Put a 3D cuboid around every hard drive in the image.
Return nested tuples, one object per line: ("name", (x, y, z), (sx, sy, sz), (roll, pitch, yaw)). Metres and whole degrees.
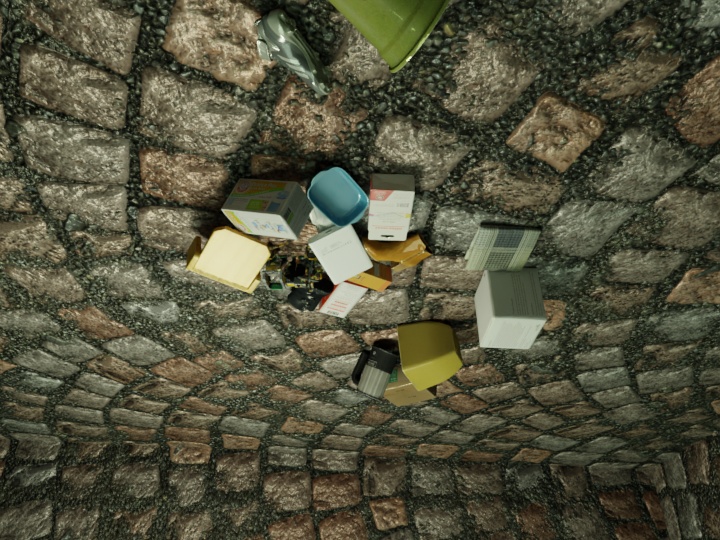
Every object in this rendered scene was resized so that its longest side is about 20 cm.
("hard drive", (-0.055, -0.050, 1.627), (0.131, 0.027, 0.200), (-26, 138, 4))

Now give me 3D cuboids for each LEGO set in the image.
("LEGO set", (-0.213, -0.017, 1.673), (0.198, 0.155, 0.116), (8, 161, 3))

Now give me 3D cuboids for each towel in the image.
("towel", (0.426, -0.068, 1.700), (0.191, 0.035, 0.201), (2, 142, -6))

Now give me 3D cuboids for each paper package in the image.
("paper package", (0.199, 0.486, 2.396), (0.199, 0.104, 0.191), (-20, 138, 27))

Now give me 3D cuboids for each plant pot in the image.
("plant pot", (0.042, -0.496, 1.003), (0.184, 0.201, 0.200), (30, 136, -17))
("plant pot", (0.268, 0.304, 2.079), (0.199, 0.195, 0.196), (-17, 141, 15))

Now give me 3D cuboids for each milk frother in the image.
("milk frother", (0.086, 0.417, 2.228), (0.199, 0.189, 0.180), (26, 171, -24))

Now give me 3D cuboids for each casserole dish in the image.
("casserole dish", (-0.063, -0.200, 1.485), (0.121, 0.039, 0.200), (-42, 134, 7))

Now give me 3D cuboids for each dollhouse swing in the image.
("dollhouse swing", (-0.369, -0.060, 1.603), (0.199, 0.182, 0.176), (23, 109, -24))

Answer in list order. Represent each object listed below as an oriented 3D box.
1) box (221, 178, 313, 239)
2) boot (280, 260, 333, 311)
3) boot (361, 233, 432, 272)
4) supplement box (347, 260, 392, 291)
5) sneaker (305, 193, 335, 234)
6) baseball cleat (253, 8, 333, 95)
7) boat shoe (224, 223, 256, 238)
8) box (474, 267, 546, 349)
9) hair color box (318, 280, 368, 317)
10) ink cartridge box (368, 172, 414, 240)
("box", (-0.242, -0.162, 1.457), (0.199, 0.113, 0.102), (8, 150, 30))
("boot", (-0.207, 0.061, 1.843), (0.199, 0.077, 0.168), (24, 141, -22))
("boot", (0.112, -0.075, 1.669), (0.144, 0.071, 0.201), (-32, 135, 28))
("supplement box", (0.000, 0.000, 1.766), (0.199, 0.069, 0.067), (18, 140, -25))
("sneaker", (-0.095, -0.156, 1.563), (0.088, 0.076, 0.200), (-20, 146, 5))
("baseball cleat", (-0.144, -0.445, 1.169), (0.106, 0.070, 0.200), (-13, 133, 29))
("boat shoe", (-0.332, -0.100, 1.627), (0.201, 0.075, 0.086), (-20, 138, 30))
("box", (0.477, 0.122, 1.807), (0.170, 0.200, 0.201), (3, 144, -2))
("hair color box", (-0.059, 0.078, 1.876), (0.101, 0.062, 0.200), (16, 140, -20))
("ink cartridge box", (0.080, -0.169, 1.530), (0.116, 0.068, 0.201), (3, 142, -2))
